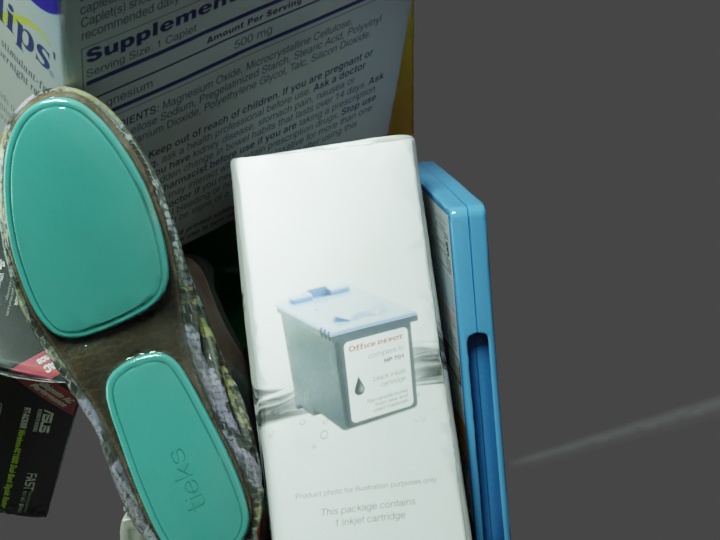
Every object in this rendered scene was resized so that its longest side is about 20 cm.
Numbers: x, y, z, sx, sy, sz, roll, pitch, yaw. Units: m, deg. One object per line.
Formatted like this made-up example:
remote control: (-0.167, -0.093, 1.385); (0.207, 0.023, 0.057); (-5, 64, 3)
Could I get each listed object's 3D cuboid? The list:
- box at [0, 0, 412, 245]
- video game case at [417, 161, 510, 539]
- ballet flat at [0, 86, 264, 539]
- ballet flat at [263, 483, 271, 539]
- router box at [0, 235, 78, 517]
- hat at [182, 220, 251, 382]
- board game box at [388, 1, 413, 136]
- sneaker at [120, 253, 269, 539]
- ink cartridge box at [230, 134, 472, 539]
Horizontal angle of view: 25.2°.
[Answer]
box: (-0.078, -0.116, 0.714); (0.105, 0.183, 0.200); (48, 151, 25)
video game case: (0.045, 0.059, 0.737); (0.143, 0.018, 0.201); (-120, 24, -77)
ballet flat: (-0.094, 0.023, 0.656); (0.072, 0.072, 0.201); (-126, 16, -81)
ballet flat: (-0.072, 0.143, 0.922); (0.067, 0.200, 0.064); (-17, -39, -59)
router box: (-0.165, 0.006, 0.835); (0.150, 0.062, 0.201); (119, 161, -54)
hat: (-0.014, 0.036, 0.861); (0.166, 0.175, 0.201); (-66, -24, -46)
board game box: (-0.003, -0.176, 0.856); (0.153, 0.040, 0.201); (-101, 7, -45)
sneaker: (-0.070, 0.084, 0.770); (0.082, 0.077, 0.201); (-50, -40, -54)
ink cartridge box: (-0.005, 0.059, 0.724); (0.147, 0.085, 0.201); (97, 164, -75)
